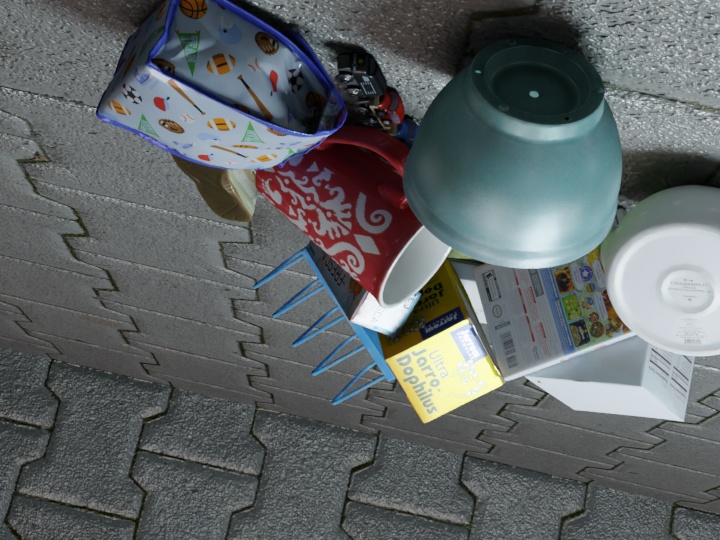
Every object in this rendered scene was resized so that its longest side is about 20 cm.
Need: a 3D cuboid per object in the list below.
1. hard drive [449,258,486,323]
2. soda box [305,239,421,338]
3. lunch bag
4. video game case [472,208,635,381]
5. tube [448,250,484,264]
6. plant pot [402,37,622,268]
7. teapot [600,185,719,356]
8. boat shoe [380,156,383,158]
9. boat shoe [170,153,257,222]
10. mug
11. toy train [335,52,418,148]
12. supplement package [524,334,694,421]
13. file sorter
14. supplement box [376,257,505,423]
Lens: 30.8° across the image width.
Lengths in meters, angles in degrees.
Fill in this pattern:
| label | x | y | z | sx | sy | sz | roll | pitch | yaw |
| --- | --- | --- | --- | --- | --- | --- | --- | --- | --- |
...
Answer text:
| label | x | y | z | sx | sy | sz | roll | pitch | yaw |
| --- | --- | --- | --- | --- | --- | --- | --- | --- | --- |
| hard drive | 0.142 | 0.030 | 1.752 | 0.131 | 0.027 | 0.200 | 10 | 165 | 11 |
| soda box | 0.000 | 0.000 | 1.540 | 0.068 | 0.064 | 0.200 | 21 | -163 | -26 |
| lunch bag | -0.129 | -0.174 | 1.278 | 0.200 | 0.124 | 0.170 | 28 | 160 | -20 |
| video game case | 0.237 | 0.030 | 1.522 | 0.200 | 0.144 | 0.018 | -23 | 159 | 26 |
| tube | 0.175 | -0.022 | 1.689 | 0.199 | 0.058 | 0.052 | 15 | 127 | -16 |
| plant pot | 0.145 | -0.120 | 1.162 | 0.199 | 0.201 | 0.134 | 12 | 138 | 3 |
| teapot | 0.364 | -0.017 | 1.392 | 0.200 | 0.146 | 0.197 | 38 | 131 | -3 |
| boat shoe | 0.039 | -0.096 | 1.488 | 0.199 | 0.075 | 0.068 | -13 | 133 | 29 |
| boat shoe | -0.170 | -0.137 | 1.541 | 0.074 | 0.067 | 0.200 | 9 | 151 | 18 |
| mug | 0.002 | -0.088 | 1.401 | 0.200 | 0.178 | 0.133 | 38 | -151 | 21 |
| toy train | 0.022 | -0.168 | 1.340 | 0.046 | 0.034 | 0.200 | -3 | 159 | 16 |
| supplement package | 0.313 | 0.061 | 1.580 | 0.151 | 0.201 | 0.151 | 3 | 161 | 35 |
| file sorter | -0.027 | 0.054 | 1.717 | 0.123 | 0.139 | 0.200 | -31 | 96 | 31 |
| supplement box | 0.082 | 0.066 | 1.564 | 0.109 | 0.200 | 0.109 | -28 | 120 | 6 |
